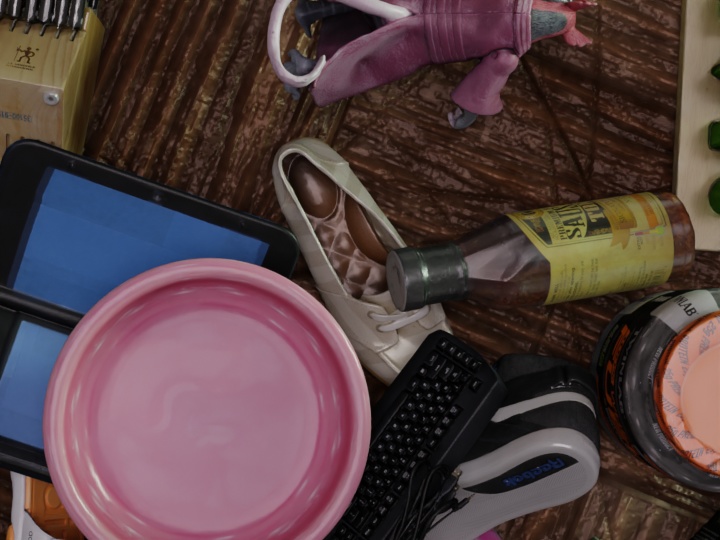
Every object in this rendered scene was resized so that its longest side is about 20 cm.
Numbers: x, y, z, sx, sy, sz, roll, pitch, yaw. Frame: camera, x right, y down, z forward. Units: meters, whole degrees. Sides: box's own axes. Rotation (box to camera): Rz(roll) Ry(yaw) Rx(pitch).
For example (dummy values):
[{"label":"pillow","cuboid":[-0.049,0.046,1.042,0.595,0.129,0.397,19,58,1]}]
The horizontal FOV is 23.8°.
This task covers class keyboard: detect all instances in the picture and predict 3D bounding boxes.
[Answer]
[{"label":"keyboard","cuboid":[0.016,0.131,1.059,0.104,0.040,0.200,33,86,40]}]

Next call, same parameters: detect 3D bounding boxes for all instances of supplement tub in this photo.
[{"label":"supplement tub","cuboid":[0.215,0.072,1.063,0.122,0.200,0.123,0,88,-1]}]

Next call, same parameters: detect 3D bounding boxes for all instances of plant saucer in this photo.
[{"label":"plant saucer","cuboid":[-0.095,0.093,1.055,0.200,0.051,0.201,0,89,-9]}]

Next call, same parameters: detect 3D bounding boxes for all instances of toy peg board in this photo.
[{"label":"toy peg board","cuboid":[0.315,-0.109,1.119,0.199,0.098,0.200,3,89,-1]}]

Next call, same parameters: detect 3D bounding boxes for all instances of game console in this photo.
[{"label":"game console","cuboid":[-0.159,0.041,1.080,0.200,0.118,0.171,19,55,-9]}]

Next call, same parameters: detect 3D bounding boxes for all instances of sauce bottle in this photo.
[{"label":"sauce bottle","cuboid":[0.117,-0.008,1.109,0.200,0.066,0.066,-10,89,-17]}]

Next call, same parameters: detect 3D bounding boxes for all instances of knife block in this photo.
[{"label":"knife block","cuboid":[-0.208,-0.141,1.138,0.064,0.176,0.200,10,134,0]}]

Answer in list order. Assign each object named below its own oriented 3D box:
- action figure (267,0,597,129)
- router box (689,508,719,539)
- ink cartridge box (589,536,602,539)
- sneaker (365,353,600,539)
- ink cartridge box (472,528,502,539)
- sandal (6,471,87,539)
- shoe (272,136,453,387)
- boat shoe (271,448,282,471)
[{"label":"action figure","cuboid":[0.051,-0.168,1.098,0.200,0.149,0.134,-2,83,13]},{"label":"router box","cuboid":[0.268,0.171,1.061,0.157,0.200,0.052,-44,89,-1]},{"label":"ink cartridge box","cuboid":[0.164,0.300,1.135,0.145,0.048,0.200,-38,87,-2]},{"label":"sneaker","cuboid":[0.070,0.118,1.126,0.200,0.112,0.073,-18,123,25]},{"label":"ink cartridge box","cuboid":[0.091,0.248,1.083,0.095,0.037,0.200,-39,52,-2]},{"label":"sandal","cuboid":[-0.188,0.168,1.108,0.059,0.079,0.207,-6,87,29]},{"label":"shoe","cuboid":[0.000,0.000,1.133,0.070,0.053,0.200,-33,89,-2]},{"label":"boat shoe","cuboid":[-0.068,0.167,1.130,0.075,0.075,0.203,35,86,-25]}]
